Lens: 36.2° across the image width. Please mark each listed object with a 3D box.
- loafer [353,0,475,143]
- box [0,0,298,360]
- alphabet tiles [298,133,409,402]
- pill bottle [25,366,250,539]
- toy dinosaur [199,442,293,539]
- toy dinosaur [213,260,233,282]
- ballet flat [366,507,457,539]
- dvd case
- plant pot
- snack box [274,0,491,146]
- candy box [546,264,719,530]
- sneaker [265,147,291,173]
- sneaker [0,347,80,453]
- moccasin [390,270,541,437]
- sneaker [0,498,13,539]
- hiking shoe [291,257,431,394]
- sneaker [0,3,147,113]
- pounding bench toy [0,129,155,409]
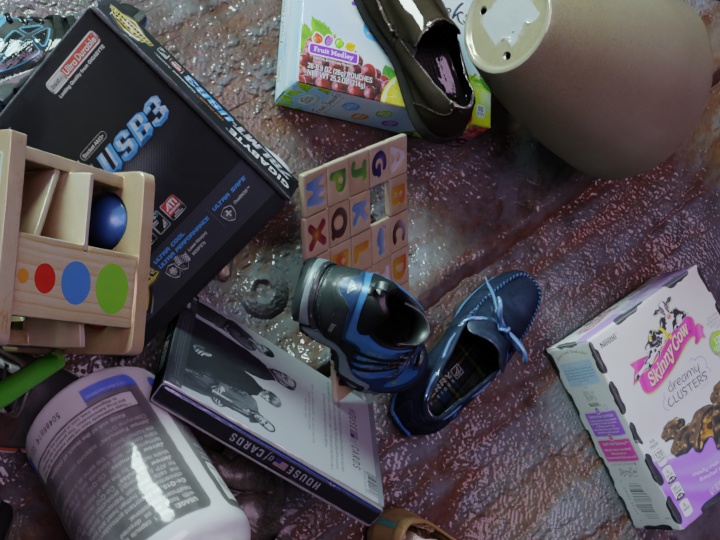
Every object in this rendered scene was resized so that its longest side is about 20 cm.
[{"bbox_3d":[0.056,-0.215,0.963,0.072,0.071,0.202,-26,91,-27],"label":"loafer"},{"bbox_3d":[-0.183,-0.065,0.835,0.198,0.200,0.050,44,21,-12],"label":"box"},{"bbox_3d":[0.000,0.000,0.926,0.167,0.007,0.203,-30,122,-55],"label":"alphabet tiles"},{"bbox_3d":[-0.148,0.176,0.783,0.113,0.115,0.200,-22,55,-27],"label":"pill bottle"},{"bbox_3d":[-0.099,0.185,0.885,0.101,0.077,0.203,4,65,-31],"label":"toy dinosaur"},{"bbox_3d":[-0.170,-0.076,0.876,0.202,0.087,0.048,62,24,-20],"label":"toy dinosaur"},{"bbox_3d":[0.092,0.275,0.952,0.199,0.063,0.069,35,67,-15],"label":"ballet flat"},{"bbox_3d":[-0.069,0.106,0.877,0.199,0.151,0.025,34,109,-16],"label":"dvd case"},{"bbox_3d":[0.189,-0.198,1.000,0.199,0.186,0.190,13,72,-45],"label":"plant pot"},{"bbox_3d":[0.026,-0.223,1.028,0.197,0.068,0.171,11,75,-24],"label":"snack box"},{"bbox_3d":[0.301,0.123,1.081,0.167,0.071,0.202,-29,92,-28],"label":"candy box"},{"bbox_3d":[-0.143,-0.105,0.919,0.198,0.071,0.074,20,71,-20],"label":"sneaker"},{"bbox_3d":[-0.284,0.084,0.802,0.198,0.082,0.078,18,71,-23],"label":"sneaker"},{"bbox_3d":[0.112,0.078,1.002,0.080,0.068,0.201,44,64,-11],"label":"moccasin"},{"bbox_3d":[-0.267,0.263,0.784,0.082,0.070,0.203,6,81,-29],"label":"sneaker"},{"bbox_3d":[0.020,0.057,0.882,0.200,0.086,0.075,41,63,-56],"label":"hiking shoe"},{"bbox_3d":[-0.262,-0.178,0.878,0.199,0.073,0.083,-33,92,-28],"label":"sneaker"},{"bbox_3d":[-0.227,0.027,0.728,0.155,0.123,0.203,16,75,-61],"label":"pounding bench toy"}]
